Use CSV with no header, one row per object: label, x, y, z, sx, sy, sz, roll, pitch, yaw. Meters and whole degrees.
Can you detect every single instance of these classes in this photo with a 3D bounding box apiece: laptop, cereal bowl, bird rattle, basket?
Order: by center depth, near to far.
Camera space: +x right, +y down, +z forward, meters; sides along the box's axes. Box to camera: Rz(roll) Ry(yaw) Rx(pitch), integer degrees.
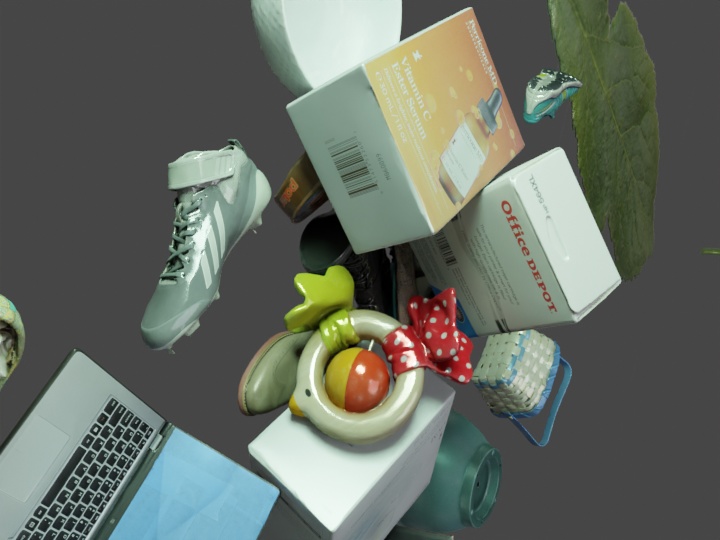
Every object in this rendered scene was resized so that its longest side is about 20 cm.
laptop,-0.193,0.206,0.517,0.190,0.113,0.202,-61,141,-27
bird rattle,0.012,0.091,0.641,0.113,0.195,0.167,91,20,-67
cereal bowl,-0.041,-0.267,0.654,0.198,0.082,0.207,-17,111,-52
basket,0.312,0.202,1.209,0.199,0.138,0.179,41,61,-17

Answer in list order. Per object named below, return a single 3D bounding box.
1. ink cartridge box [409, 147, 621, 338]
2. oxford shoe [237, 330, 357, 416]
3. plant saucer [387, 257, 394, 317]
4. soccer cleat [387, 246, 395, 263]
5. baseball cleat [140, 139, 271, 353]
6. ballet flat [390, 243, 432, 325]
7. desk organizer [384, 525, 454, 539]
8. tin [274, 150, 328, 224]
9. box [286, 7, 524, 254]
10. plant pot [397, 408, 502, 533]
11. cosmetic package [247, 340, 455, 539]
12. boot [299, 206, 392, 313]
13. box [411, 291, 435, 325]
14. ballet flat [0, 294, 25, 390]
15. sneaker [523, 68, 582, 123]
ink cartridge box,0.151,-0.018,0.679,0.083,0.199,0.149,-29,94,-28
oxford shoe,-0.055,0.103,0.727,0.199,0.073,0.073,-34,124,-47
plant saucer,0.065,0.005,0.929,0.202,0.019,0.071,-56,138,-30
soccer cleat,0.067,-0.079,0.844,0.069,0.071,0.206,-69,150,-67
baseball cleat,-0.153,-0.033,0.573,0.107,0.068,0.203,56,44,-37
ballet flat,0.067,-0.017,0.796,0.068,0.065,0.206,-66,152,-68
desk organizer,0.031,0.354,0.797,0.077,0.195,0.074,42,53,-52
tin,-0.019,-0.125,0.704,0.042,0.112,0.200,47,49,-2
box,0.052,-0.137,0.622,0.200,0.105,0.155,-42,111,-41
plant pot,0.142,0.321,1.012,0.198,0.131,0.207,-17,112,-51
cosmetic package,-0.010,0.217,0.707,0.198,0.122,0.203,-39,151,-34
boot,0.000,0.000,0.770,0.202,0.067,0.178,-62,146,-50
box,0.111,0.037,0.879,0.162,0.049,0.201,-59,179,-26
ballet flat,-0.281,0.107,0.411,0.071,0.069,0.204,45,62,-49
sneaker,0.368,-0.342,1.258,0.198,0.077,0.081,-31,142,-42
